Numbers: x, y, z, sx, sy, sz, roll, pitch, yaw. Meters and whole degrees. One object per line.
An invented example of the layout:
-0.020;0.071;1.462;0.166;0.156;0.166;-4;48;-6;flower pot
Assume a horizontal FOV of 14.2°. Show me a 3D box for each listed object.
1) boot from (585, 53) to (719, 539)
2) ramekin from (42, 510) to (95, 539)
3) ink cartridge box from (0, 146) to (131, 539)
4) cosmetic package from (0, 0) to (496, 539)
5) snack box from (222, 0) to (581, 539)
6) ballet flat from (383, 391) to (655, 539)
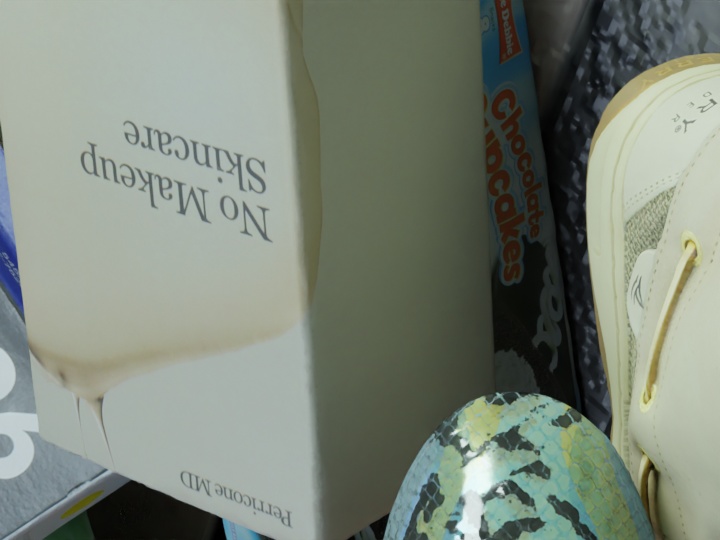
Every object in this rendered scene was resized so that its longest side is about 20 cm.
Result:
0.109;0.063;0.626;0.155;0.073;0.200;-136;36;-68;boot
-0.147;0.141;0.911;0.200;0.098;0.200;175;90;-69;ramekin
-0.157;0.001;0.819;0.198;0.200;0.047;55;170;6;ink cartridge box
-0.030;-0.045;0.695;0.103;0.073;0.200;17;122;38;cosmetic package
0.000;0.000;0.776;0.116;0.037;0.200;12;121;41;snack box
0.031;0.128;0.631;0.074;0.074;0.200;7;97;45;ballet flat
